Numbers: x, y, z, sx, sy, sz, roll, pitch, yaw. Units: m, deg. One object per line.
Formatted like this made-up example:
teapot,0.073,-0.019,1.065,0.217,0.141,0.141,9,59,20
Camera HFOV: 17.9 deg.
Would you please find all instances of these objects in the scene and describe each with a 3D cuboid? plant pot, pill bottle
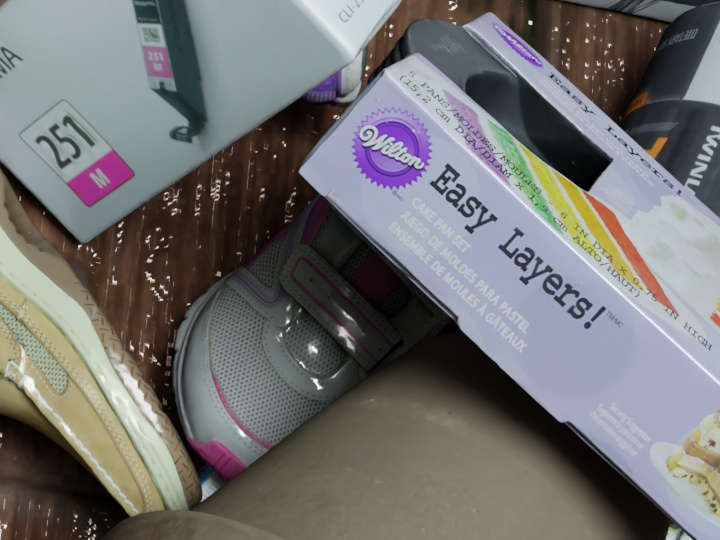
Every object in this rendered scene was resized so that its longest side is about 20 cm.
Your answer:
plant pot,0.015,0.117,0.778,0.200,0.200,0.175,42,59,-7
pill bottle,0.140,-0.006,0.954,0.106,0.106,0.200,33,64,-11

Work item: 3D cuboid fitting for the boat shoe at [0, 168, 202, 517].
boat shoe,-0.140,0.024,0.853,0.076,0.072,0.200,-35,79,-14

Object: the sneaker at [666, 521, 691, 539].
sneaker,0.180,0.136,0.902,0.074,0.200,0.085,-8,93,-65

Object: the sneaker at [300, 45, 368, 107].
sneaker,-0.063,-0.147,0.938,0.083,0.081,0.200,-28,78,-14

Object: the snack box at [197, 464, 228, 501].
snack box,-0.017,0.180,0.870,0.200,0.037,0.116,43,65,-7

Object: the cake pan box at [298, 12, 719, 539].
cake pan box,0.080,-0.005,0.795,0.200,0.184,0.052,43,107,3

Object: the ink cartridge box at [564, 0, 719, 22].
ink cartridge box,0.145,-0.192,1.023,0.200,0.084,0.145,8,72,-21

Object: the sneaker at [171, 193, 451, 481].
sneaker,0.000,0.000,0.891,0.081,0.088,0.200,41,56,-8

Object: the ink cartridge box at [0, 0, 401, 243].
ink cartridge box,-0.104,-0.112,0.815,0.174,0.200,0.044,45,53,-13
